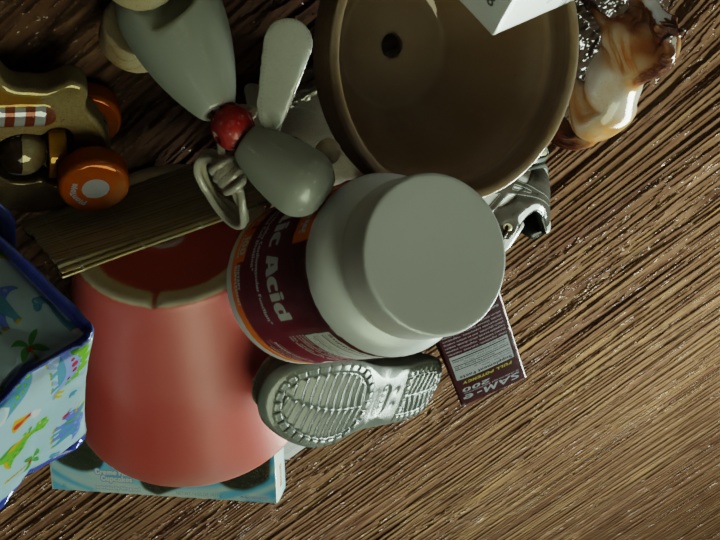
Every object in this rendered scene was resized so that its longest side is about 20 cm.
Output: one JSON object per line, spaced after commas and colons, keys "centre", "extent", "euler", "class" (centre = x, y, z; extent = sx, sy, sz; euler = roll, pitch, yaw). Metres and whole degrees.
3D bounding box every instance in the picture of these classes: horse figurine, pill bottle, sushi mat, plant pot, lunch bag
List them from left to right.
{"centre": [-0.277, 0.039, 0.963], "extent": [0.127, 0.200, 0.170], "euler": [-40, 164, -31], "class": "lunch bag"}
{"centre": [-0.124, -0.047, 0.972], "extent": [0.199, 0.096, 0.012], "euler": [-21, 119, -23], "class": "sushi mat"}
{"centre": [-0.134, 0.031, 1.084], "extent": [0.200, 0.201, 0.178], "euler": [-18, 140, -14], "class": "plant pot"}
{"centre": [0.000, 0.000, 0.917], "extent": [0.114, 0.115, 0.200], "euler": [-10, 179, -27], "class": "pill bottle"}
{"centre": [0.043, -0.151, 0.971], "extent": [0.200, 0.093, 0.202], "euler": [-7, 105, -30], "class": "plant pot"}
{"centre": [0.177, -0.155, 1.073], "extent": [0.050, 0.133, 0.200], "euler": [-10, 148, -26], "class": "horse figurine"}

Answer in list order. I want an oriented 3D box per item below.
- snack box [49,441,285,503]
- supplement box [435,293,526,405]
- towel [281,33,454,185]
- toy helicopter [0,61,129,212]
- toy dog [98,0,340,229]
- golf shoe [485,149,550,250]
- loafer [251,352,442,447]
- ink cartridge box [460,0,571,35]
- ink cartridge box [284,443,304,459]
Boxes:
{"centre": [-0.164, 0.129, 1.204], "extent": [0.199, 0.117, 0.037], "euler": [1, -163, 11], "class": "snack box"}
{"centre": [0.064, -0.003, 1.087], "extent": [0.061, 0.109, 0.200], "euler": [-22, 136, -1], "class": "supplement box"}
{"centre": [0.015, -0.128, 1.090], "extent": [0.199, 0.035, 0.133], "euler": [-21, 150, -6], "class": "towel"}
{"centre": [-0.238, -0.105, 0.904], "extent": [0.132, 0.079, 0.200], "euler": [-20, 141, 7], "class": "toy helicopter"}
{"centre": [-0.078, -0.130, 0.882], "extent": [0.096, 0.200, 0.132], "euler": [-40, -167, -22], "class": "toy dog"}
{"centre": [0.089, -0.055, 1.166], "extent": [0.199, 0.095, 0.078], "euler": [-12, 176, -39], "class": "golf shoe"}
{"centre": [-0.019, 0.082, 1.084], "extent": [0.200, 0.070, 0.075], "euler": [4, 114, -55], "class": "loafer"}
{"centre": [0.093, -0.218, 0.865], "extent": [0.200, 0.116, 0.067], "euler": [-28, 159, -36], "class": "ink cartridge box"}
{"centre": [-0.086, 0.088, 1.307], "extent": [0.147, 0.083, 0.200], "euler": [-36, 149, 18], "class": "ink cartridge box"}
